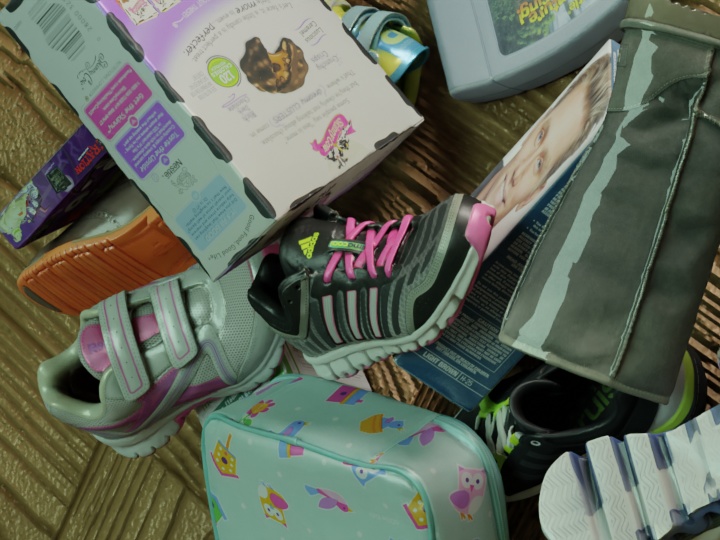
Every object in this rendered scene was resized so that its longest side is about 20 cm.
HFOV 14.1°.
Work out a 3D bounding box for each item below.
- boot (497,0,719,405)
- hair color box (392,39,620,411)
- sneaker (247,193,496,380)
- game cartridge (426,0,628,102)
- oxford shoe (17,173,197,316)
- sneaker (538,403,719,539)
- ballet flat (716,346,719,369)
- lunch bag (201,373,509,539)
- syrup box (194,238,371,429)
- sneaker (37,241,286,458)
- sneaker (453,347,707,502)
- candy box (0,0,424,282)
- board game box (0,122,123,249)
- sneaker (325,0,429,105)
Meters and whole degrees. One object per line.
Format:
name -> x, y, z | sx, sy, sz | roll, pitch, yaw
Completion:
boot -> 0.184, -0.027, 1.523 | 0.181, 0.073, 0.201 | 16, 86, 7
hair color box -> 0.101, -0.025, 1.642 | 0.200, 0.060, 0.100 | -48, 18, 27
sneaker -> 0.000, 0.000, 1.623 | 0.200, 0.087, 0.074 | -31, 31, 56
game cartridge -> 0.116, -0.186, 1.711 | 0.200, 0.041, 0.134 | -33, 63, 37
oxford shoe -> -0.133, -0.029, 1.806 | 0.200, 0.071, 0.073 | -24, 43, 35
sneaker -> 0.199, 0.113, 1.529 | 0.199, 0.115, 0.081 | -14, 70, 12
ballet flat -> 0.272, 0.006, 1.493 | 0.200, 0.069, 0.071 | -24, 47, 36
lunch bag -> -0.002, 0.152, 1.689 | 0.200, 0.077, 0.161 | 13, 124, 44
syrup box -> -0.078, 0.019, 1.832 | 0.079, 0.081, 0.200 | -46, 53, 27
sneaker -> -0.120, 0.047, 1.747 | 0.200, 0.088, 0.082 | -41, 55, 32
sneaker -> 0.102, 0.075, 1.631 | 0.200, 0.083, 0.072 | -27, 63, 40
candy box -> -0.084, -0.116, 1.692 | 0.200, 0.168, 0.072 | 50, 129, 4
board game box -> -0.139, -0.083, 1.844 | 0.120, 0.200, 0.032 | -39, 86, 31
sneaker -> -0.026, -0.161, 1.789 | 0.130, 0.080, 0.201 | -10, 111, 39
